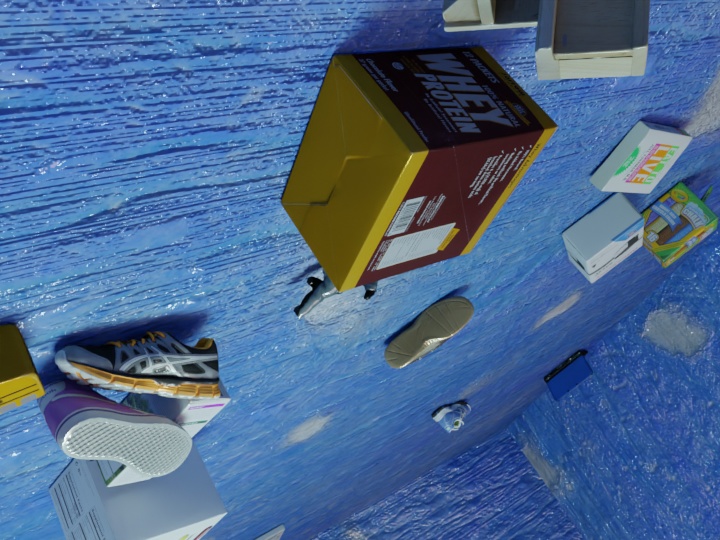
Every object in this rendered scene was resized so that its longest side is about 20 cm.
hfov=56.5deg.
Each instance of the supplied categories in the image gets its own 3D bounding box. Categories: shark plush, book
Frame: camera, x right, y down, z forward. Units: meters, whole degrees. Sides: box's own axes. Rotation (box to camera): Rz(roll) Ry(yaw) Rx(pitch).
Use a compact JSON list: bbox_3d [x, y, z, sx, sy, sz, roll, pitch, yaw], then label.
[{"bbox_3d":[0.000,0.000,0.892,0.199,0.083,0.091,-26,155,-19],"label":"shark plush"},{"bbox_3d":[0.517,-0.207,1.230,0.199,0.048,0.134,-6,140,-44],"label":"book"}]

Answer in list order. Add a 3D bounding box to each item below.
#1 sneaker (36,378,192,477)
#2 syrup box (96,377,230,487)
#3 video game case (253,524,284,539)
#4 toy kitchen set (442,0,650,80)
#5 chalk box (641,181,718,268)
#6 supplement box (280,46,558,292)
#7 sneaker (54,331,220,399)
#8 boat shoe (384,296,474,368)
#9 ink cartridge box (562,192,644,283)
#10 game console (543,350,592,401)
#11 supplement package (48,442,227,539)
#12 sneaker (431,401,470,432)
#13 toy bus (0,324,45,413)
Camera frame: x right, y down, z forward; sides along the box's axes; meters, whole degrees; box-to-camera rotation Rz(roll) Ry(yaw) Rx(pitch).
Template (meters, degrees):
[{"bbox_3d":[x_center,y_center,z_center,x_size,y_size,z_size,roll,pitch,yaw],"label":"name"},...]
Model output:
[{"bbox_3d":[-0.294,0.180,0.809,0.073,0.114,0.200,-55,143,-8],"label":"sneaker"},{"bbox_3d":[-0.277,0.205,0.920,0.200,0.079,0.081,-44,154,19],"label":"syrup box"},{"bbox_3d":[-0.352,0.919,2.210,0.199,0.022,0.183,-20,152,-29],"label":"video game case"},{"bbox_3d":[0.128,-0.270,0.484,0.162,0.201,0.180,3,165,20],"label":"toy kitchen set"},{"bbox_3d":[0.768,-0.120,1.604,0.200,0.124,0.125,-42,155,16],"label":"chalk box"},{"bbox_3d":[0.054,-0.109,0.701,0.199,0.133,0.198,-16,150,-35],"label":"supplement box"},{"bbox_3d":[-0.254,0.106,0.786,0.078,0.078,0.200,-7,162,45],"label":"sneaker"},{"bbox_3d":[0.135,0.121,1.315,0.200,0.072,0.065,-39,168,3],"label":"boat shoe"},{"bbox_3d":[0.525,-0.066,1.442,0.145,0.084,0.200,-39,156,8],"label":"ink cartridge box"},{"bbox_3d":[0.873,0.434,2.767,0.200,0.119,0.170,-45,154,23],"label":"game console"},{"bbox_3d":[-0.336,0.354,1.025,0.111,0.156,0.200,-47,153,25],"label":"supplement package"},{"bbox_3d":[0.304,0.477,2.169,0.200,0.077,0.076,-2,138,-53],"label":"sneaker"},{"bbox_3d":[-0.407,0.119,0.616,0.199,0.065,0.078,-23,155,-26],"label":"toy bus"}]
